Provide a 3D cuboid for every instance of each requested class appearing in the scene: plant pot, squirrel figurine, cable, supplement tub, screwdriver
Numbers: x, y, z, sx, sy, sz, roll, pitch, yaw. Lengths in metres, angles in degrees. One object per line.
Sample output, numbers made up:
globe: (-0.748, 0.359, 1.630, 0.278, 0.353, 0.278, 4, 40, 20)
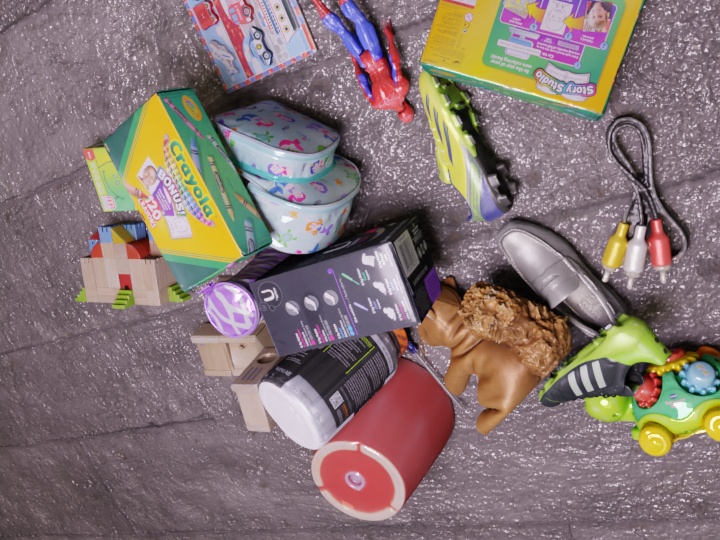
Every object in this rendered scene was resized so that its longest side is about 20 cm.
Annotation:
plant pot: (0.024, 0.254, 0.954, 0.199, 0.177, 0.202, 10, 120, 18)
squirrel figurine: (0.163, 0.078, 0.833, 0.187, 0.141, 0.200, 45, 142, 16)
cable: (0.327, -0.075, 0.733, 0.097, 0.050, 0.201, 0, 117, 21)
supplement tub: (-0.031, 0.137, 0.884, 0.122, 0.200, 0.123, 32, 144, 27)
screwdriver: (0.093, 0.133, 0.956, 0.028, 0.029, 0.200, -36, 102, 32)

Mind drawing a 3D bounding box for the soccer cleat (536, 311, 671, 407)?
soccer cleat: (0.287, 0.129, 0.777, 0.081, 0.067, 0.200, 46, 142, 14)

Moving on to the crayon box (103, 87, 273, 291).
crayon box: (-0.200, -0.091, 0.738, 0.118, 0.058, 0.201, -25, 94, 36)

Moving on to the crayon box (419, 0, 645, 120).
crayon box: (0.176, -0.245, 0.674, 0.199, 0.058, 0.119, 20, 101, 11)

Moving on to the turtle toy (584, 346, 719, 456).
turtle toy: (0.376, 0.155, 0.791, 0.199, 0.145, 0.102, -25, 84, 34)

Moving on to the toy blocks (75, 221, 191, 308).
toy blocks: (-0.381, -0.018, 1.043, 0.199, 0.100, 0.138, 1, 105, 21)

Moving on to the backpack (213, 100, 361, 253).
backpack: (-0.100, -0.117, 0.813, 0.199, 0.177, 0.151, 34, 125, 12)

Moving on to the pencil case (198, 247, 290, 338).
pencil case: (-0.143, 0.018, 0.894, 0.084, 0.200, 0.086, -33, 99, 22)

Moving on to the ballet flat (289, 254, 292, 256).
ballet flat: (0.000, 0.000, 0.897, 0.199, 0.068, 0.068, 15, 119, 15)

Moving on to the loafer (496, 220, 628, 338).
loafer: (0.252, 0.014, 0.798, 0.200, 0.070, 0.070, 38, 123, 1)

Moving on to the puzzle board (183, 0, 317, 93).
puzzle board: (-0.158, -0.347, 0.815, 0.150, 0.017, 0.201, -15, 110, 28)

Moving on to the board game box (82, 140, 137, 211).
board game box: (-0.312, -0.147, 0.964, 0.199, 0.048, 0.102, 0, 115, 22)

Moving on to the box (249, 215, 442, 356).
box: (-0.016, 0.019, 0.800, 0.199, 0.122, 0.107, -16, 102, 25)

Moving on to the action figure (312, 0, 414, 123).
action figure: (0.009, -0.265, 0.769, 0.065, 0.052, 0.201, -20, 112, 35)

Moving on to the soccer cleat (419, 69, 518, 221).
soccer cleat: (0.115, -0.147, 0.779, 0.083, 0.065, 0.201, -22, 104, 42)

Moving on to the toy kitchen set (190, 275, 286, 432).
toy kitchen set: (-0.201, 0.118, 0.975, 0.199, 0.181, 0.164, -3, 114, 22)
